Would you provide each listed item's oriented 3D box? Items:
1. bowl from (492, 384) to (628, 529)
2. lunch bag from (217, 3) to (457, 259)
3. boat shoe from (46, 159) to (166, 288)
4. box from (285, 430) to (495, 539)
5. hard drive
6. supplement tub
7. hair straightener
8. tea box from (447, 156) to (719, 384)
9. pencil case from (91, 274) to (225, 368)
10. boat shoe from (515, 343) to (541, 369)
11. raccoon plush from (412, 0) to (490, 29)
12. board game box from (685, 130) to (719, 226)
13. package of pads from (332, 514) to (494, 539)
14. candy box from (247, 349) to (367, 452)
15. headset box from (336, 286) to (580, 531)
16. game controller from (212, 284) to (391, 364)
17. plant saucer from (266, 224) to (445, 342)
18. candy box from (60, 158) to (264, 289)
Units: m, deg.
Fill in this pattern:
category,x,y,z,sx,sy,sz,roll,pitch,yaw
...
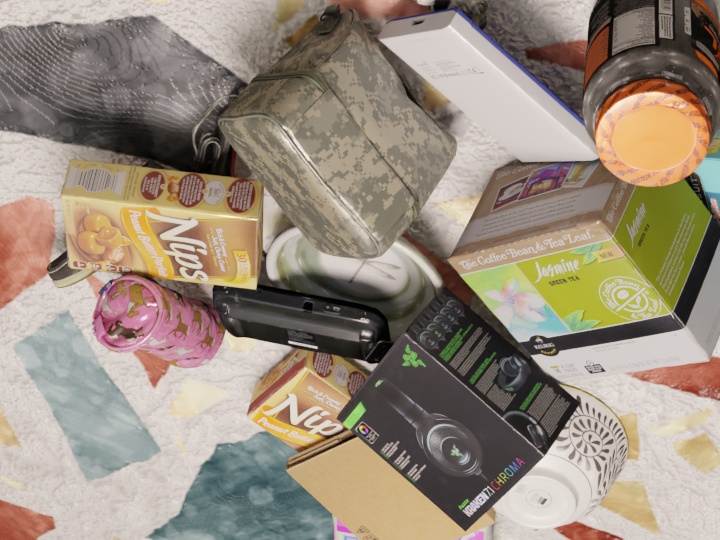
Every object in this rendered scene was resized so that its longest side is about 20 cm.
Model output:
category,x,y,z,sx,sy,sz,roll,pitch,yaw
bowl,0.207,0.233,1.739,0.198,0.095,0.202,5,129,7
lunch bag,-0.011,-0.131,1.450,0.200,0.168,0.139,50,159,-24
boat shoe,-0.271,-0.054,1.628,0.200,0.072,0.066,-32,110,26
box,0.036,0.256,1.748,0.163,0.021,0.200,-28,120,29
hard drive,0.123,-0.170,1.415,0.199,0.026,0.132,37,166,-25
supplement tub,0.258,-0.171,1.333,0.121,0.201,0.123,6,130,7
hair straightener,-0.152,-0.098,1.556,0.041,0.077,0.201,35,133,17
tea box,0.231,-0.009,1.478,0.199,0.134,0.197,-16,125,48
pencil case,-0.215,0.059,1.630,0.086,0.200,0.083,26,89,19
boat shoe,0.145,0.134,1.663,0.065,0.074,0.201,30,104,-1
raccoon plush,0.135,-0.286,1.343,0.198,0.097,0.135,-9,134,18
board game box,0.402,-0.057,1.442,0.199,0.047,0.152,10,136,40
package of pads,0.065,0.338,1.869,0.198,0.068,0.156,5,129,8
candy box,-0.018,0.177,1.755,0.199,0.056,0.115,37,127,-18
headset box,0.094,0.141,1.573,0.200,0.093,0.174,41,136,3
game controller,-0.064,0.056,1.644,0.198,0.042,0.105,11,159,13
plant saucer,0.000,0.000,1.607,0.198,0.051,0.201,13,143,10
candy box,-0.198,-0.046,1.536,0.198,0.056,0.116,7,142,0
